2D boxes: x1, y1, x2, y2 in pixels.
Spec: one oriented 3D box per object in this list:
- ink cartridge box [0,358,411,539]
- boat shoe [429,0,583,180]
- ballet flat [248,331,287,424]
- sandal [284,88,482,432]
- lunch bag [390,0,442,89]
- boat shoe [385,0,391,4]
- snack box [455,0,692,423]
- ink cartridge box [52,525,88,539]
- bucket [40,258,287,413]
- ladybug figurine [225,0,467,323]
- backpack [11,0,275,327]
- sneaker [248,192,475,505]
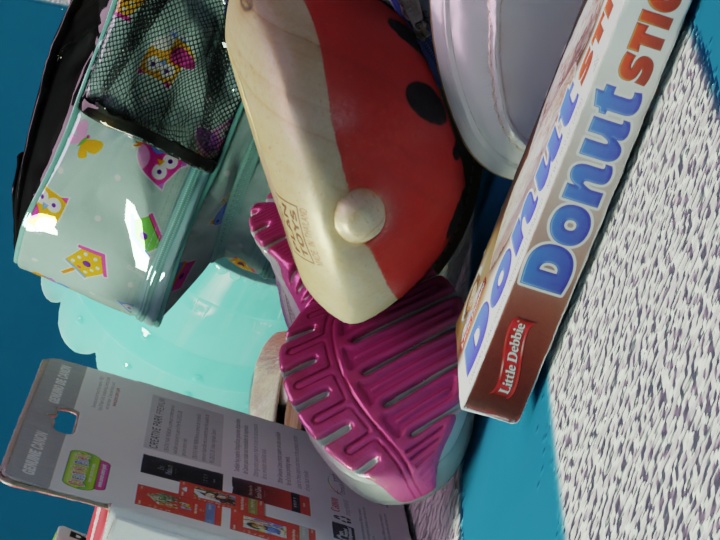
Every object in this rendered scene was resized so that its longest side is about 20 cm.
[{"bbox_3d":[-0.073,0.119,0.941,0.200,0.175,0.084,-101,29,-79],"label":"ink cartridge box"},{"bbox_3d":[0.076,-0.135,0.823,0.069,0.071,0.201,-5,78,52],"label":"boat shoe"},{"bbox_3d":[-0.029,0.103,1.224,0.062,0.067,0.200,-34,32,32],"label":"ballet flat"},{"bbox_3d":[-0.005,-0.001,1.063,0.070,0.077,0.212,40,120,55],"label":"sandal"},{"bbox_3d":[0.034,-0.165,0.974,0.161,0.075,0.200,62,-166,-19],"label":"lunch bag"},{"bbox_3d":[-0.004,-0.119,1.310,0.075,0.093,0.200,-42,15,16],"label":"boat shoe"},{"bbox_3d":[0.078,-0.049,0.761,0.072,0.024,0.201,-89,18,-66],"label":"snack box"},{"bbox_3d":[-0.097,0.183,1.108,0.200,0.147,0.076,-95,26,-75],"label":"ink cartridge box"},{"bbox_3d":[-0.092,-0.017,1.427,0.135,0.207,0.208,-55,16,40],"label":"bucket"},{"bbox_3d":[-0.005,-0.054,0.866,0.200,0.072,0.136,-112,5,-64],"label":"ladybug figurine"},{"bbox_3d":[-0.083,-0.072,1.062,0.200,0.153,0.176,-58,7,13],"label":"backpack"},{"bbox_3d":[0.010,0.038,0.933,0.200,0.081,0.088,-105,-5,-55],"label":"sneaker"}]
